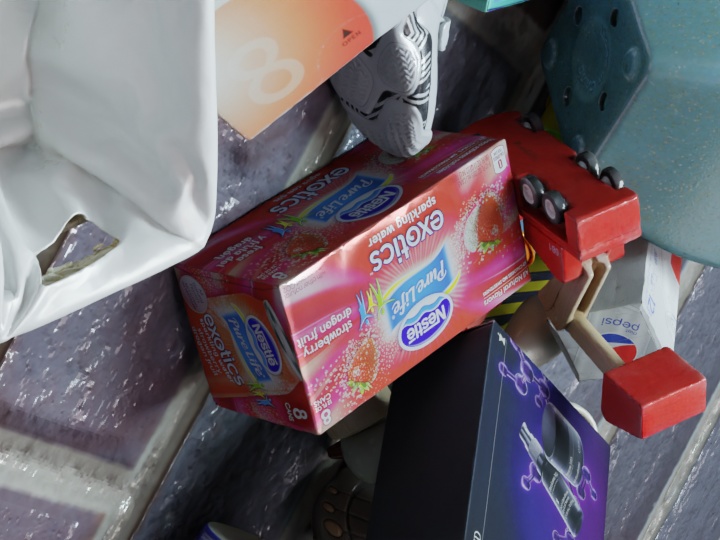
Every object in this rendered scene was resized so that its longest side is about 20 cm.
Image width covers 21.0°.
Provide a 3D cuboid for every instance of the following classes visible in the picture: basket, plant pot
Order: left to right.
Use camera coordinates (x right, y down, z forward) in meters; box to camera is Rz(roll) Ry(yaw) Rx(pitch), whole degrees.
[{"bbox_3d":[-0.153,-0.094,0.863,0.135,0.123,0.200,-27,133,-34],"label":"basket"},{"bbox_3d":[0.231,-0.124,1.231,0.199,0.197,0.196,5,142,-21],"label":"plant pot"}]

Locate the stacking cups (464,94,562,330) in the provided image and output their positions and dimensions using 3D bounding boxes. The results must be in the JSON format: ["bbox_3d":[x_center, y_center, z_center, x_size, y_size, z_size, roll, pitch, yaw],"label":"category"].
[{"bbox_3d":[0.103,-0.037,1.283,0.200,0.060,0.061,-53,146,-30],"label":"stacking cups"}]

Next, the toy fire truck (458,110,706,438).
[{"bbox_3d":[0.132,-0.001,1.193,0.049,0.200,0.141,-22,124,-19],"label":"toy fire truck"}]

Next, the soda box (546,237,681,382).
[{"bbox_3d":[0.178,-0.019,1.319,0.064,0.068,0.200,60,29,-35],"label":"soda box"}]

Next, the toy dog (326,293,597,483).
[{"bbox_3d":[0.051,0.089,1.296,0.200,0.096,0.132,-12,92,-30],"label":"toy dog"}]

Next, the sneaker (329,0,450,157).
[{"bbox_3d":[0.039,-0.166,1.119,0.115,0.075,0.200,-36,135,-30],"label":"sneaker"}]

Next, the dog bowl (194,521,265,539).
[{"bbox_3d":[-0.028,0.235,1.199,0.200,0.200,0.079,32,85,-56],"label":"dog bowl"}]

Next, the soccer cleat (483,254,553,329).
[{"bbox_3d":[0.144,0.020,1.383,0.200,0.084,0.065,-40,141,-29],"label":"soccer cleat"}]

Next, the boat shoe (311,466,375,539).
[{"bbox_3d":[0.037,0.145,1.353,0.200,0.074,0.073,-32,152,-33],"label":"boat shoe"}]

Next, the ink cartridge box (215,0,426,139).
[{"bbox_3d":[-0.050,-0.169,0.960,0.162,0.050,0.200,-37,146,10],"label":"ink cartridge box"}]

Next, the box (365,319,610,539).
[{"bbox_3d":[0.076,0.153,1.145,0.141,0.079,0.200,43,39,-32],"label":"box"}]

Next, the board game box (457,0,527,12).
[{"bbox_3d":[0.135,-0.253,1.216,0.200,0.045,0.152,-20,129,-46],"label":"board game box"}]

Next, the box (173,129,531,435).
[{"bbox_3d":[0.000,0.000,1.149,0.200,0.095,0.100,-33,121,-36],"label":"box"}]
